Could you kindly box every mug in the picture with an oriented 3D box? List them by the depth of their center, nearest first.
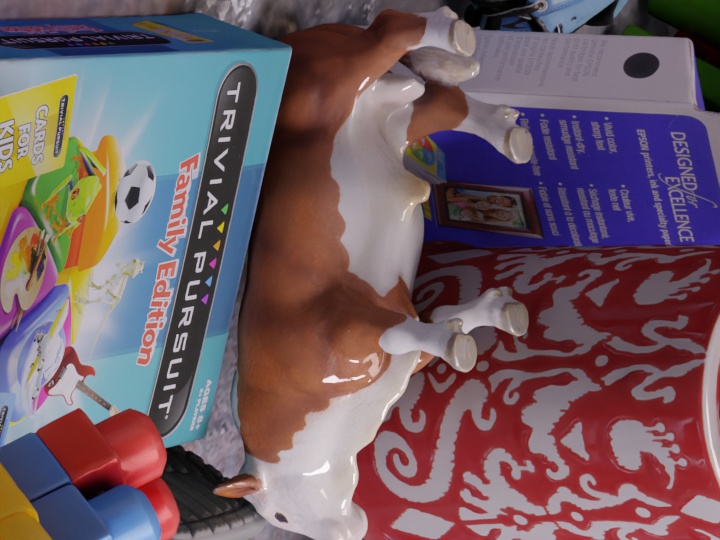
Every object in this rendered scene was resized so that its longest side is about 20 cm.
[{"bbox_3d":[0.106,0.065,1.035,0.134,0.199,0.178,-49,115,-30],"label":"mug"}]

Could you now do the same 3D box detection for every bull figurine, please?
[{"bbox_3d":[0.000,0.000,1.007,0.065,0.121,0.202,14,70,-52],"label":"bull figurine"}]

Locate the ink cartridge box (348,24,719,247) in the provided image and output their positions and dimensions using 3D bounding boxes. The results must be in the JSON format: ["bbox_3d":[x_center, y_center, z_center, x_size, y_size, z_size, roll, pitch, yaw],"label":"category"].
[{"bbox_3d":[0.100,-0.020,1.119,0.199,0.199,0.044,68,35,-52],"label":"ink cartridge box"}]

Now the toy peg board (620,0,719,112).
[{"bbox_3d":[0.148,-0.032,1.329,0.200,0.097,0.200,-54,163,-25],"label":"toy peg board"}]

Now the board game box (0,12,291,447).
[{"bbox_3d":[-0.109,-0.006,0.926,0.200,0.047,0.152,-10,117,-57],"label":"board game box"}]

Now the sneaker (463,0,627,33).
[{"bbox_3d":[0.072,-0.126,1.130,0.200,0.078,0.091,-10,120,-57],"label":"sneaker"}]

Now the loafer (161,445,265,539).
[{"bbox_3d":[-0.112,0.110,0.986,0.199,0.075,0.070,-12,131,-52],"label":"loafer"}]

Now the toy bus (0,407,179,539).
[{"bbox_3d":[-0.133,0.127,0.826,0.191,0.136,0.201,-24,134,-23],"label":"toy bus"}]
